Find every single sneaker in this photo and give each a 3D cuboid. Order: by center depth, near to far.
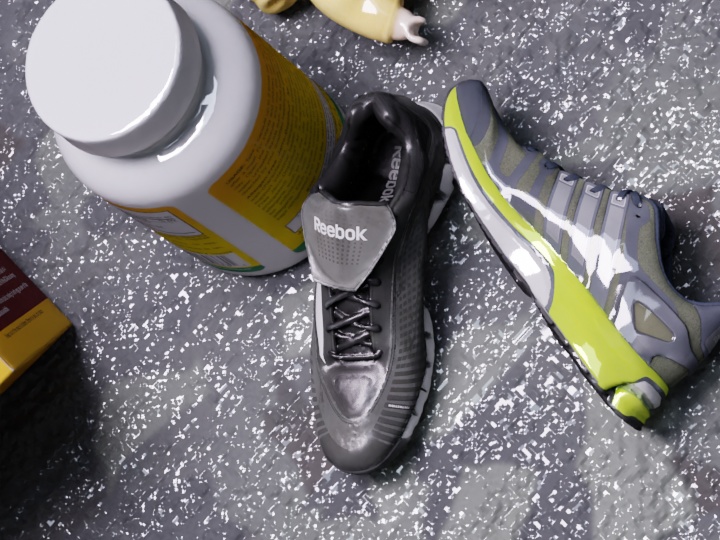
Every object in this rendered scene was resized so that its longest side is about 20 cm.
[{"bbox_3d":[0.109,-0.019,1.494,0.081,0.074,0.200,-34,71,0],"label":"sneaker"},{"bbox_3d":[0.000,0.000,1.514,0.066,0.090,0.201,4,77,25],"label":"sneaker"}]

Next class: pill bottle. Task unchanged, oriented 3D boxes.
[{"bbox_3d":[-0.087,-0.075,1.510,0.112,0.200,0.113,-6,73,21],"label":"pill bottle"}]

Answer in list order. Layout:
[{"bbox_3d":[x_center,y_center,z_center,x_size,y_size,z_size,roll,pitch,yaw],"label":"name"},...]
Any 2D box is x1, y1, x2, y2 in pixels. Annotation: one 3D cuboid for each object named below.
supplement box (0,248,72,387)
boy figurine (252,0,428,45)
[{"bbox_3d":[-0.274,0.012,1.530,0.133,0.197,0.200,-44,92,6],"label":"supplement box"},{"bbox_3d":[0.012,-0.172,1.574,0.199,0.064,0.125,-13,71,20],"label":"boy figurine"}]
